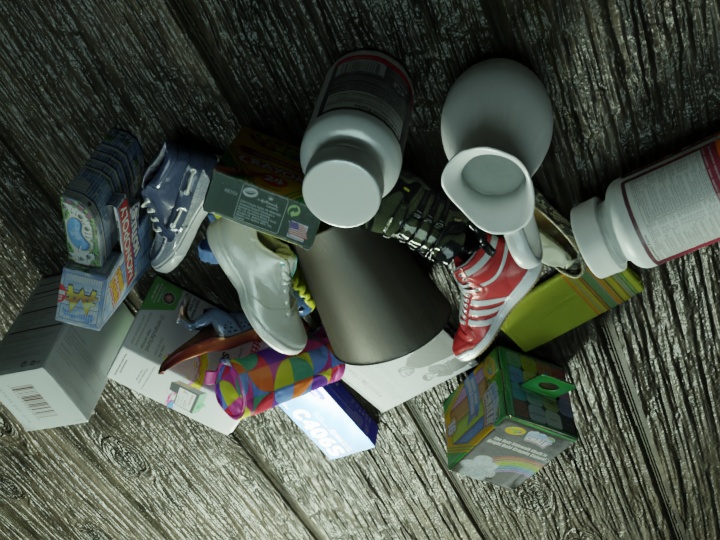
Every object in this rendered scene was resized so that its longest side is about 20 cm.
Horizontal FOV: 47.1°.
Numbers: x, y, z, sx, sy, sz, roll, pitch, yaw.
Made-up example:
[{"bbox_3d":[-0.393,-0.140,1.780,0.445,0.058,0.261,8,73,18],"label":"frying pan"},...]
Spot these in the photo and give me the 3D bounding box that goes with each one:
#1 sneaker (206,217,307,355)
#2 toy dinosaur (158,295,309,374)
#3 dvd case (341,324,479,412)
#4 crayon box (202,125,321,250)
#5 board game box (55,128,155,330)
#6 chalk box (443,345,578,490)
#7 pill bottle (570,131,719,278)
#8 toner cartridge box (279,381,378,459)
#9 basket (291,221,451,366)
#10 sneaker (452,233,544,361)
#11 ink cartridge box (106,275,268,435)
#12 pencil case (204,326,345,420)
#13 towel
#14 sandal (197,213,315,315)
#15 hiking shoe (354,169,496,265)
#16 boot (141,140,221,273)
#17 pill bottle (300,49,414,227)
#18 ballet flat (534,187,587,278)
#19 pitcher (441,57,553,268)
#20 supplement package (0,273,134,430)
[{"bbox_3d":[-0.107,0.013,1.028,0.087,0.076,0.202,-24,110,18],"label":"sneaker"},{"bbox_3d":[-0.166,0.087,1.155,0.178,0.203,0.105,20,158,-8],"label":"toy dinosaur"},{"bbox_3d":[0.055,0.127,1.225,0.199,0.025,0.150,-32,118,34],"label":"dvd case"},{"bbox_3d":[-0.097,-0.105,0.952,0.125,0.201,0.052,20,114,-7],"label":"crayon box"},{"bbox_3d":[-0.320,-0.037,1.044,0.060,0.202,0.202,12,133,2],"label":"board game box"},{"bbox_3d":[0.221,0.199,1.175,0.122,0.125,0.201,21,131,-19],"label":"chalk box"},{"bbox_3d":[0.347,-0.070,0.933,0.198,0.111,0.110,-25,122,30],"label":"pill bottle"},{"bbox_3d":[-0.063,0.217,1.315,0.094,0.044,0.201,-23,122,27],"label":"toner cartridge box"},{"bbox_3d":[0.000,0.000,1.058,0.177,0.137,0.202,-15,123,23],"label":"basket"},{"bbox_3d":[0.145,0.030,1.089,0.111,0.072,0.202,22,124,-13],"label":"sneaker"},{"bbox_3d":[-0.244,0.124,1.204,0.198,0.146,0.084,29,131,-14],"label":"ink cartridge box"},{"bbox_3d":[-0.113,0.140,1.157,0.197,0.089,0.089,-13,148,-40],"label":"pencil case"},{"bbox_3d":[0.273,0.039,1.109,0.086,0.018,0.199,43,127,-16],"label":"towel"},{"bbox_3d":[-0.140,-0.009,1.103,0.087,0.080,0.200,-42,105,13],"label":"sandal"},{"bbox_3d":[0.076,-0.057,0.959,0.197,0.101,0.076,0,132,-37],"label":"hiking shoe"},{"bbox_3d":[-0.251,-0.083,1.065,0.089,0.074,0.201,17,127,-32],"label":"boot"},{"bbox_3d":[-0.005,-0.141,0.885,0.108,0.202,0.112,6,132,7],"label":"pill bottle"},{"bbox_3d":[0.205,-0.056,0.998,0.198,0.076,0.068,34,130,-17],"label":"ballet flat"},{"bbox_3d":[0.152,-0.116,0.873,0.119,0.202,0.173,-16,127,24],"label":"pitcher"},{"bbox_3d":[-0.430,0.110,1.195,0.115,0.202,0.118,-11,128,20],"label":"supplement package"}]
